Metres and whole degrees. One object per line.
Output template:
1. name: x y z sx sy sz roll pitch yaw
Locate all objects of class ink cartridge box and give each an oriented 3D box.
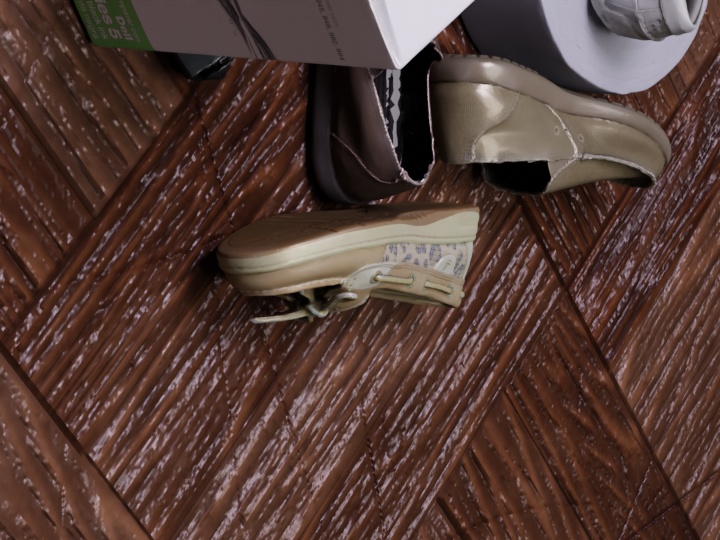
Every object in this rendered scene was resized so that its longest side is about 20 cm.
1. ink cartridge box: -0.028 -0.170 1.099 0.146 0.199 0.084 -45 129 -35

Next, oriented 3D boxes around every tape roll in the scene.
1. tape roll: 0.137 -0.206 1.396 0.199 0.066 0.202 -12 106 -48

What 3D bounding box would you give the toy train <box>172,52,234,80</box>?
1. toy train: -0.011 -0.156 1.194 0.199 0.046 0.034 -34 97 -10

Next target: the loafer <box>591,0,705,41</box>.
1. loafer: 0.190 -0.228 1.349 0.070 0.069 0.202 18 84 -50

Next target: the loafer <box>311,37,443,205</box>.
1. loafer: 0.017 -0.133 1.260 0.073 0.071 0.202 -18 111 -47

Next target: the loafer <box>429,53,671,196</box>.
1. loafer: 0.106 -0.075 1.384 0.199 0.076 0.068 16 86 -42

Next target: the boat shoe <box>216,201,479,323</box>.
1. boat shoe: 0.000 0.000 1.265 0.199 0.073 0.063 -9 101 -50
